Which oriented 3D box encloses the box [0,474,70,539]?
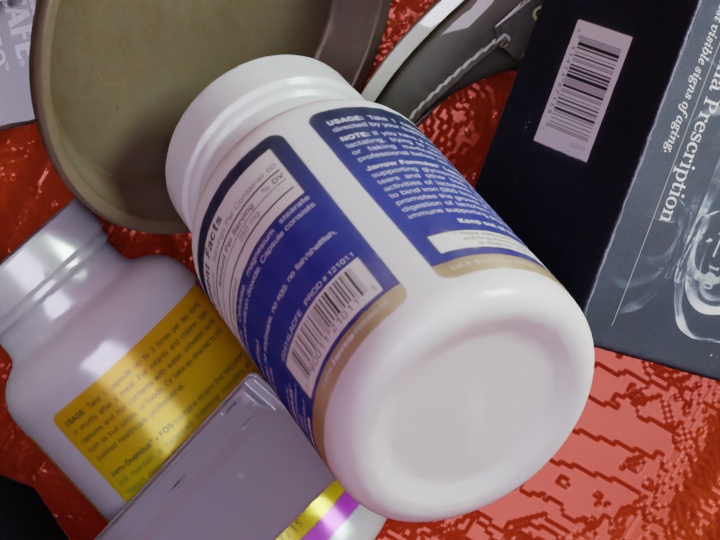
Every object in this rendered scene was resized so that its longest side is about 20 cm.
[{"bbox_3d":[-0.233,0.167,0.955,0.200,0.124,0.197,27,104,-42],"label":"box"}]

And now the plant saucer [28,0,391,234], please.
[{"bbox_3d":[-0.065,-0.112,1.032,0.029,0.200,0.200,31,97,38],"label":"plant saucer"}]

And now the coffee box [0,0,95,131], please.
[{"bbox_3d":[-0.223,-0.103,1.058,0.200,0.080,0.113,-15,96,0],"label":"coffee box"}]

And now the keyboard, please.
[{"bbox_3d":[-0.081,0.121,1.032,0.056,0.011,0.200,39,123,-7],"label":"keyboard"}]

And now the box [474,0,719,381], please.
[{"bbox_3d":[0.165,-0.057,1.030,0.182,0.104,0.200,15,98,-34],"label":"box"}]

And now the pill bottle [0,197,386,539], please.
[{"bbox_3d":[-0.086,0.065,1.071,0.104,0.104,0.200,-41,97,3],"label":"pill bottle"}]

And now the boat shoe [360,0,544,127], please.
[{"bbox_3d":[0.083,-0.125,1.071,0.202,0.072,0.060,-43,92,-1],"label":"boat shoe"}]

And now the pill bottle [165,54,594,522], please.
[{"bbox_3d":[0.000,0.000,0.978,0.116,0.200,0.116,-16,131,-20],"label":"pill bottle"}]
